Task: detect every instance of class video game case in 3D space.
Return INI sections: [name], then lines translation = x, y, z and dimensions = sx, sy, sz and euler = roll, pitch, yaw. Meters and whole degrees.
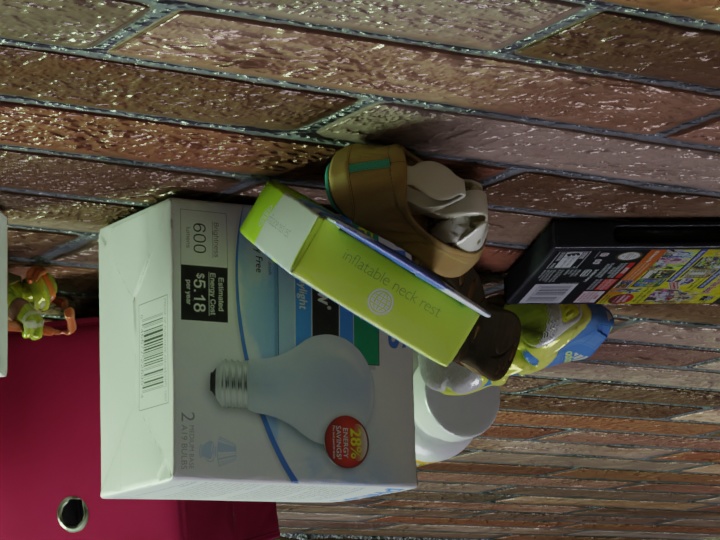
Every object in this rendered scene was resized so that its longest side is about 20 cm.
[video game case]
translation = 0.217, -0.005, 1.825
dimensions = 0.179, 0.026, 0.200
euler = 0, 167, -7

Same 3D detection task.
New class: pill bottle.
[pill bottle]
translation = 0.045, 0.131, 2.231
dimensions = 0.112, 0.114, 0.200
euler = 5, 167, -30

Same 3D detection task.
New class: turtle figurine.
[turtle figurine]
translation = -0.295, 0.031, 1.796
dimensions = 0.160, 0.065, 0.200
euler = -20, -168, -16

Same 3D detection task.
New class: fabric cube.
[fabric cube]
translation = -0.196, 0.137, 1.939
dimensions = 0.195, 0.201, 0.200
euler = -5, 179, 20

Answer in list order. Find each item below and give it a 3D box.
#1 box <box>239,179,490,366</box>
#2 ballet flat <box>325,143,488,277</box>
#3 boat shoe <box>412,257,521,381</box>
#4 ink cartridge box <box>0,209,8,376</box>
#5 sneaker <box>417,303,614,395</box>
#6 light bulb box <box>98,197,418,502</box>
[box]
translation = 0.000, 0.000, 1.498
dimensions = 0.121, 0.048, 0.200
euler = 31, -178, -16
[ballet flat]
translation = 0.049, -0.039, 1.540
dimensions = 0.063, 0.069, 0.200
euler = -15, 164, 26
[boat shoe]
translation = 0.062, 0.034, 1.869
dimensions = 0.067, 0.072, 0.200
euler = 18, 169, 29
[ink cartridge box]
translation = -0.345, 0.015, 1.612
dimensions = 0.198, 0.117, 0.068
euler = -2, 169, 4
[sneaker]
translation = 0.140, 0.066, 2.028
dimensions = 0.104, 0.076, 0.199
euler = 6, 165, -35
[light bulb box]
translation = -0.073, 0.062, 1.677
dimensions = 0.199, 0.200, 0.125
euler = 4, 169, -31
